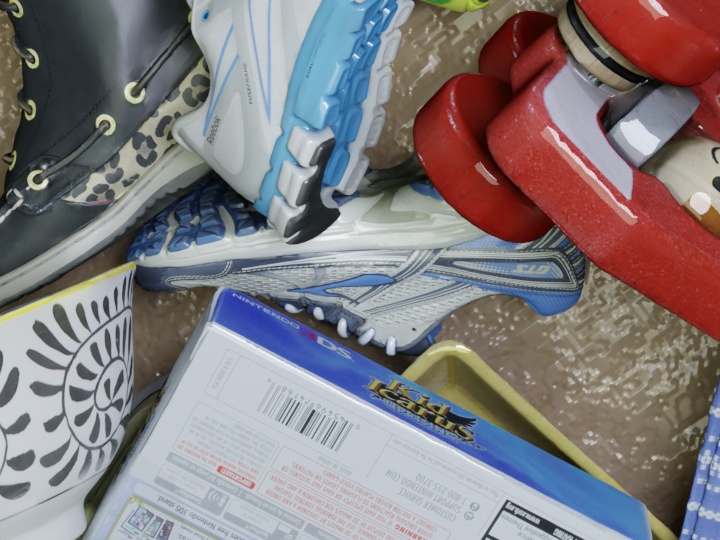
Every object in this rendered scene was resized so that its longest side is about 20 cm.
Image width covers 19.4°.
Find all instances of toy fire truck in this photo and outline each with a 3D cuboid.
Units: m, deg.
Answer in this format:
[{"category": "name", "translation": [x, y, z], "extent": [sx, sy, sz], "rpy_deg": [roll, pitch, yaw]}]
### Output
[{"category": "toy fire truck", "translation": [0.124, -0.045, 0.768], "extent": [0.168, 0.200, 0.112], "rpy_deg": [43, 121, -1]}]

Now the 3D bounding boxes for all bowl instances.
[{"category": "bowl", "translation": [-0.165, 0.075, 0.833], "extent": [0.200, 0.201, 0.095], "rpy_deg": [-20, 94, 15]}]

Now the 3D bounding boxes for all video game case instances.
[{"category": "video game case", "translation": [-0.012, 0.129, 0.859], "extent": [0.199, 0.045, 0.182], "rpy_deg": [28, 111, -7]}]

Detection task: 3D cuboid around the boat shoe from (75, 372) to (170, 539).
[{"category": "boat shoe", "translation": [-0.115, 0.119, 0.929], "extent": [0.075, 0.068, 0.200], "rpy_deg": [43, 111, -7]}]

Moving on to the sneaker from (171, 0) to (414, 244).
[{"category": "sneaker", "translation": [-0.021, -0.111, 0.771], "extent": [0.086, 0.075, 0.201], "rpy_deg": [32, 117, 16]}]

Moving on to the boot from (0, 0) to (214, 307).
[{"category": "boot", "translation": [-0.132, -0.084, 0.864], "extent": [0.203, 0.074, 0.154], "rpy_deg": [-34, 98, 9]}]

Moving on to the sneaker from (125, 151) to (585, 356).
[{"category": "sneaker", "translation": [0.000, 0.000, 0.869], "extent": [0.199, 0.077, 0.086], "rpy_deg": [-6, 113, 14]}]

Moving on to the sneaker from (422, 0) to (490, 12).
[{"category": "sneaker", "translation": [0.022, -0.191, 0.789], "extent": [0.083, 0.074, 0.201], "rpy_deg": [7, 121, 10]}]

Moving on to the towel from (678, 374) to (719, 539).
[{"category": "towel", "translation": [0.195, 0.134, 0.849], "extent": [0.144, 0.024, 0.201], "rpy_deg": [15, 115, 8]}]

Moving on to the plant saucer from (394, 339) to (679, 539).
[{"category": "plant saucer", "translation": [0.041, 0.146, 0.912], "extent": [0.200, 0.049, 0.200], "rpy_deg": [42, 109, -13]}]
